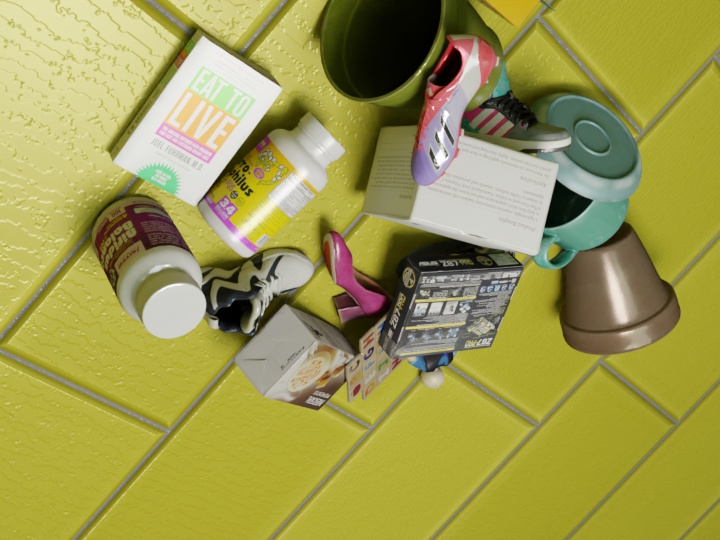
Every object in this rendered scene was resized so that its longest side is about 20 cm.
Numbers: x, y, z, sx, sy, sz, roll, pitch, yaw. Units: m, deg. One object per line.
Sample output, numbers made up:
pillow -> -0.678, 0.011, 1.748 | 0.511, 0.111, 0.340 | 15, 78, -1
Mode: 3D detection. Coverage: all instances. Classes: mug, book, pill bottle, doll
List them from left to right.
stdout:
pill bottle -> -0.269, -0.002, 1.512 | 0.112, 0.200, 0.113 | -15, 128, -20
book -> -0.214, -0.196, 1.519 | 0.133, 0.048, 0.200 | 28, 107, -36
pill bottle -> -0.117, -0.119, 1.584 | 0.200, 0.104, 0.104 | -43, 132, 3
doll -> 0.126, 0.114, 1.919 | 0.136, 0.048, 0.201 | -23, 138, -33
mug -> 0.327, -0.097, 1.825 | 0.185, 0.152, 0.114 | -44, 134, 14

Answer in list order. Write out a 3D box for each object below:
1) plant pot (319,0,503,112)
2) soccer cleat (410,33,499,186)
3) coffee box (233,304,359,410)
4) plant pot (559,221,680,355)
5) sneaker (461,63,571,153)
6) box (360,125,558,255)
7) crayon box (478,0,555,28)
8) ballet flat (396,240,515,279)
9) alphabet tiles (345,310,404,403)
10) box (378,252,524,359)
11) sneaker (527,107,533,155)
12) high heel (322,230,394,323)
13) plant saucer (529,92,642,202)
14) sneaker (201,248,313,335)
plant pot -> 0.083, -0.291, 1.538 | 0.193, 0.200, 0.201 | 16, 113, -49
soccer cleat -> 0.098, -0.197, 1.437 | 0.076, 0.067, 0.200 | 6, 121, -38
coffee box -> -0.087, 0.133, 1.745 | 0.114, 0.080, 0.200 | -45, 157, 5
plant pot -> 0.417, 0.017, 1.949 | 0.200, 0.200, 0.175 | -24, 114, -13
sneaker -> 0.204, -0.238, 1.656 | 0.084, 0.199, 0.121 | -44, 142, -61
box -> 0.133, -0.112, 1.626 | 0.198, 0.200, 0.131 | 14, 90, -21
crayon box -> 0.146, -0.384, 1.502 | 0.200, 0.126, 0.052 | 28, 105, -40
ballet flat -> 0.156, -0.013, 1.840 | 0.199, 0.073, 0.073 | -14, 127, -21
alphabet tiles -> 0.045, 0.116, 1.842 | 0.200, 0.006, 0.167 | -42, 152, -27
box -> 0.139, 0.053, 1.796 | 0.199, 0.049, 0.162 | -5, 125, -33
sneaker -> 0.220, -0.155, 1.787 | 0.085, 0.078, 0.201 | -14, 129, -62
high heel -> 0.000, 0.000, 1.758 | 0.096, 0.068, 0.200 | -17, 144, -6
plant saucer -> 0.338, -0.190, 1.737 | 0.199, 0.201, 0.027 | -1, 149, -30
sneaker -> -0.142, 0.039, 1.662 | 0.198, 0.130, 0.080 | -6, 125, -27
